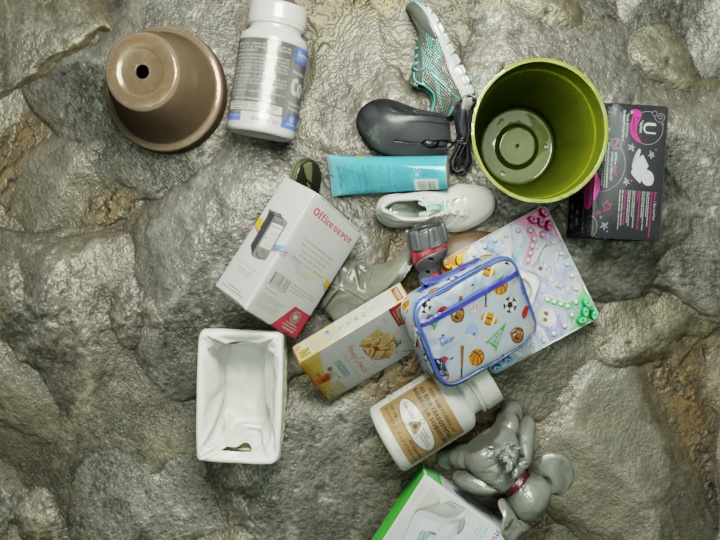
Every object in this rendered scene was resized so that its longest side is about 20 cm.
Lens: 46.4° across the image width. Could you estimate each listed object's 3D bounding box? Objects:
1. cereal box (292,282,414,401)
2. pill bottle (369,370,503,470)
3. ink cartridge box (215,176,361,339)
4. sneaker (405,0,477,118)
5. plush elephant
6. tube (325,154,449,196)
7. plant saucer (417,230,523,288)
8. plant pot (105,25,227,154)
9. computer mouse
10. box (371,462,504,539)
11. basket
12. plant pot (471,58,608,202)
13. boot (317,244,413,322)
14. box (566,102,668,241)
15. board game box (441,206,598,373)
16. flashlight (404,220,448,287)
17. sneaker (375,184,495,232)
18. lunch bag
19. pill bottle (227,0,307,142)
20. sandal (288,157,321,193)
[{"bbox_3d":[0.005,0.117,1.332,0.197,0.145,0.040,-30,52,2],"label":"cereal box"},{"bbox_3d":[0.123,0.220,1.342,0.198,0.114,0.116,-32,91,1],"label":"pill bottle"},{"bbox_3d":[-0.108,-0.017,1.296,0.085,0.147,0.202,28,83,37],"label":"ink cartridge box"},{"bbox_3d":[0.111,-0.334,1.350,0.090,0.078,0.203,-27,90,5],"label":"sneaker"},{"bbox_3d":[0.238,0.321,1.312,0.163,0.200,0.156,-35,95,-6],"label":"plush elephant"},{"bbox_3d":[0.044,-0.154,1.346,0.195,0.051,0.079,0,122,12],"label":"tube"},{"bbox_3d":[0.192,0.037,1.376,0.195,0.037,0.206,0,92,1],"label":"plant saucer"},{"bbox_3d":[-0.315,-0.293,1.304,0.195,0.175,0.206,0,91,0],"label":"plant pot"},{"bbox_3d":[0.086,-0.219,1.339,0.195,0.053,0.141,9,126,6],"label":"computer mouse"},{"bbox_3d":[0.117,0.451,1.359,0.175,0.097,0.202,35,91,2],"label":"box"},{"bbox_3d":[-0.184,0.192,1.340,0.132,0.123,0.205,2,91,1],"label":"basket"},{"bbox_3d":[0.257,-0.202,1.290,0.195,0.193,0.206,0,92,1],"label":"plant pot"},{"bbox_3d":[0.000,0.000,1.364,0.130,0.068,0.201,42,91,4],"label":"boot"},{"bbox_3d":[0.402,-0.149,1.321,0.112,0.132,0.205,4,92,-3],"label":"box"},{"bbox_3d":[0.255,0.031,1.345,0.197,0.026,0.203,-27,91,1],"label":"board game box"},{"bbox_3d":[0.121,0.027,1.314,0.066,0.068,0.204,-12,102,8],"label":"flashlight"},{"bbox_3d":[0.123,-0.098,1.347,0.195,0.088,0.077,-6,90,0],"label":"sneaker"},{"bbox_3d":[0.160,0.070,1.268,0.197,0.075,0.163,-27,107,-15],"label":"lunch bag"},{"bbox_3d":[-0.143,-0.315,1.331,0.111,0.114,0.205,9,92,0],"label":"pill bottle"},{"bbox_3d":[-0.118,-0.086,1.365,0.057,0.079,0.205,22,96,35],"label":"sandal"}]
